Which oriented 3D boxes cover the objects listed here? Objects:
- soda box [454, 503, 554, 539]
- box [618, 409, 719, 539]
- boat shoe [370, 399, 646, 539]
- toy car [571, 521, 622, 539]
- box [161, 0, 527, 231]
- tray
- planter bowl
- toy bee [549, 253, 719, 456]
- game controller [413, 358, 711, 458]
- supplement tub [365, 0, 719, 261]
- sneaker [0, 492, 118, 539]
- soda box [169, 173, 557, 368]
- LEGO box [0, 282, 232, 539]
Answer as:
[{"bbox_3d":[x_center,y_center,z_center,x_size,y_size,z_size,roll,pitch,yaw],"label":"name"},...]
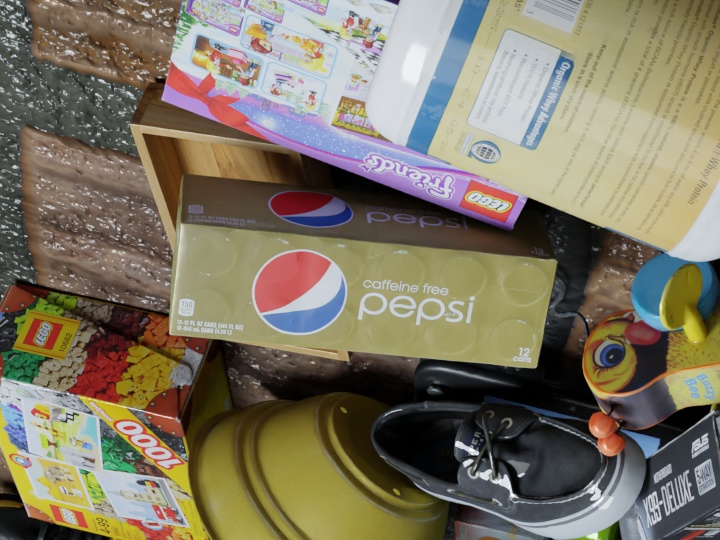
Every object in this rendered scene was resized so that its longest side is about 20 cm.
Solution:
[{"bbox_3d":[0.105,0.201,1.283,0.068,0.064,0.200,12,147,12],"label":"soda box"},{"bbox_3d":[0.258,0.116,1.005,0.199,0.050,0.158,-1,161,-12],"label":"box"},{"bbox_3d":[0.077,0.105,1.068,0.066,0.070,0.200,28,169,-32],"label":"boat shoe"},{"bbox_3d":[0.227,0.220,1.187,0.164,0.158,0.200,18,-178,28],"label":"toy car"},{"bbox_3d":[0.006,-0.103,0.923,0.199,0.039,0.137,21,146,-2],"label":"box"},{"bbox_3d":[-0.061,-0.025,1.073,0.098,0.037,0.200,9,144,16],"label":"tray"},{"bbox_3d":[-0.005,0.139,1.179,0.200,0.201,0.083,32,118,-18],"label":"planter bowl"},{"bbox_3d":[0.168,0.053,1.002,0.200,0.109,0.131,-18,133,43],"label":"toy bee"},{"bbox_3d":[0.130,0.094,1.139,0.199,0.042,0.104,14,146,10],"label":"game controller"},{"bbox_3d":[0.116,-0.090,0.784,0.199,0.145,0.145,22,147,0],"label":"supplement tub"},{"bbox_3d":[-0.216,0.221,1.486,0.200,0.070,0.090,31,130,-17],"label":"sneaker"},{"bbox_3d":[0.000,0.000,0.986,0.199,0.064,0.068,5,116,-8],"label":"soda box"},{"bbox_3d":[-0.169,0.108,1.279,0.148,0.077,0.200,11,146,12],"label":"LEGO box"}]
